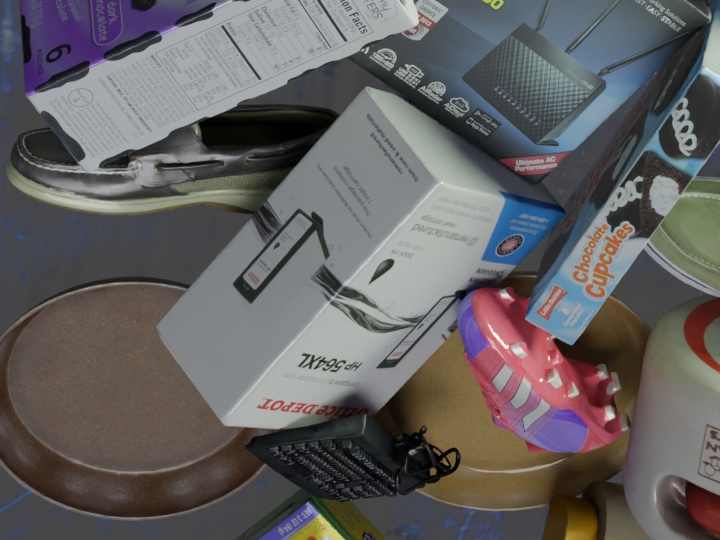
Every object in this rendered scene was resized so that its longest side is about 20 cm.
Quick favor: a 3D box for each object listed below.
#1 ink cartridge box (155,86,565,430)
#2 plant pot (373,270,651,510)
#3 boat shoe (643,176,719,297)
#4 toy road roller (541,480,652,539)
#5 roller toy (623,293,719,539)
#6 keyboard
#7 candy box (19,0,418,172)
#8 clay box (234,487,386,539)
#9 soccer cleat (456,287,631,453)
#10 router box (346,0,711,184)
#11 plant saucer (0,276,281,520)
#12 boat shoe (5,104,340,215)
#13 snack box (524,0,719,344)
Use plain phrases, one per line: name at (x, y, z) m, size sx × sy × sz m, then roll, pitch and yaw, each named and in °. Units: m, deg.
ink cartridge box at (0.000, 0.000, 1.647) m, size 0.200 × 0.084 × 0.146 m, roll -48°, pitch 151°, yaw 21°
plant pot at (0.097, 0.073, 1.803) m, size 0.199 × 0.028 × 0.201 m, roll -2°, pitch 130°, yaw -2°
boat shoe at (0.255, -0.009, 1.674) m, size 0.199 × 0.072 × 0.062 m, roll 21°, pitch 173°, yaw 16°
toy road roller at (0.164, 0.229, 1.882) m, size 0.122 × 0.146 × 0.201 m, roll 9°, pitch 103°, yaw -13°
roller toy at (0.259, 0.097, 1.723) m, size 0.181 × 0.200 × 0.140 m, roll -1°, pitch 118°, yaw -14°
keyboard at (0.002, 0.127, 1.731) m, size 0.104 × 0.040 × 0.200 m, roll -14°, pitch 165°, yaw 10°
candy box at (-0.081, -0.167, 1.499) m, size 0.199 × 0.168 × 0.072 m, roll -24°, pitch 135°, yaw 14°
clay box at (-0.003, 0.245, 1.879) m, size 0.115 × 0.048 × 0.200 m, roll -39°, pitch 99°, yaw 25°
soccer cleat at (0.097, 0.068, 1.710) m, size 0.076 × 0.067 × 0.200 m, roll -22°, pitch 152°, yaw 21°
router box at (0.076, -0.158, 1.589) m, size 0.200 × 0.062 × 0.150 m, roll 32°, pitch 119°, yaw -26°
plant saucer at (-0.143, 0.075, 1.783) m, size 0.199 × 0.035 × 0.201 m, roll -2°, pitch 130°, yaw -2°
boat shoe at (-0.106, -0.074, 1.645) m, size 0.200 × 0.072 × 0.066 m, roll 2°, pitch 124°, yaw -13°
snack box at (0.166, -0.063, 1.637) m, size 0.037 × 0.116 × 0.200 m, roll 30°, pitch 123°, yaw -5°
